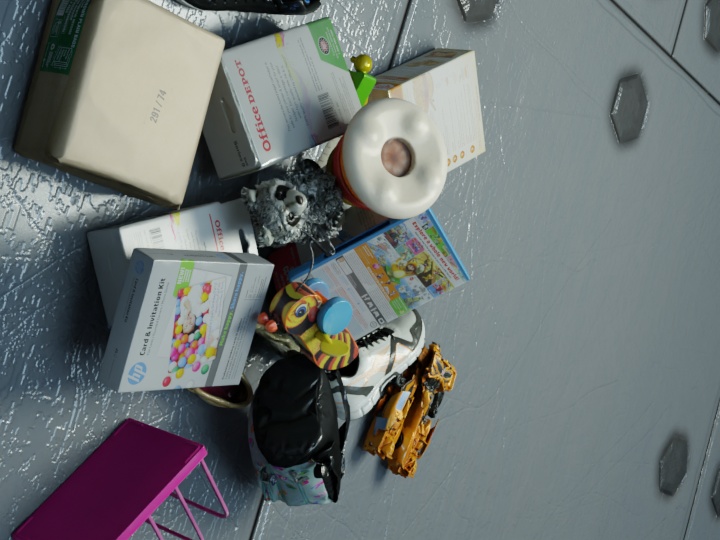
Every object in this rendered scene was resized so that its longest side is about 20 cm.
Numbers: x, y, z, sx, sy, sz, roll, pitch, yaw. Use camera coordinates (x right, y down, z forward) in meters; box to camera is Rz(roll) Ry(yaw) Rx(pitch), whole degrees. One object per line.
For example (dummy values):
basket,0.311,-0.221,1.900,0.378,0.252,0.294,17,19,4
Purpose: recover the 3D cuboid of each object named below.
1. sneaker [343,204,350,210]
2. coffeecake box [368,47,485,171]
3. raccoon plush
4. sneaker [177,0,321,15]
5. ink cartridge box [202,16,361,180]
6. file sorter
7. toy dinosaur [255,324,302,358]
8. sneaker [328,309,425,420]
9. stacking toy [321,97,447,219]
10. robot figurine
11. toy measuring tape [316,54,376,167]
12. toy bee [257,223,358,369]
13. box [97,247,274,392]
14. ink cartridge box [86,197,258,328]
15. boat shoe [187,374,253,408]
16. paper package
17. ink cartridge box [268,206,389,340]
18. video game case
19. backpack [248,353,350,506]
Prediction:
sneaker,-0.005,-0.054,1.851,0.201,0.073,0.088,60,36,-45
coffeecake box,0.086,-0.213,1.917,0.199,0.072,0.156,-30,120,-42
raccoon plush,-0.105,-0.050,1.652,0.133,0.097,0.201,-23,160,-35
sneaker,-0.125,-0.345,1.612,0.198,0.111,0.074,-7,103,-48
ink cartridge box,-0.105,-0.213,1.660,0.199,0.087,0.147,-28,101,-44
file sorter,-0.270,0.298,1.567,0.200,0.138,0.127,-46,131,-33
toy dinosaur,-0.099,0.090,1.757,0.200,0.087,0.048,43,69,-45
sneaker,0.022,0.118,1.918,0.201,0.073,0.081,-51,130,-30
stacking toy,0.006,-0.126,1.694,0.144,0.199,0.149,4,82,-27
robot figurine,0.081,0.200,2.014,0.145,0.058,0.202,44,66,-46
toy measuring tape,-0.044,-0.201,1.795,0.073,0.073,0.202,14,110,-49
toy bee,-0.073,0.051,1.618,0.108,0.130,0.202,-33,114,-19
box,-0.196,0.056,1.538,0.199,0.041,0.158,3,108,-52
ink cartridge box,-0.216,-0.012,1.598,0.199,0.067,0.117,-18,99,-46
boat shoe,-0.202,0.110,1.656,0.200,0.066,0.075,40,70,-44
paper package,-0.265,-0.193,1.489,0.190,0.102,0.203,20,84,-50
ink cartridge box,0.000,0.000,1.773,0.148,0.198,0.086,50,17,-40
video game case,0.025,0.007,1.717,0.198,0.018,0.144,-27,130,9
backpack,-0.080,0.219,1.736,0.201,0.124,0.169,82,12,-54
